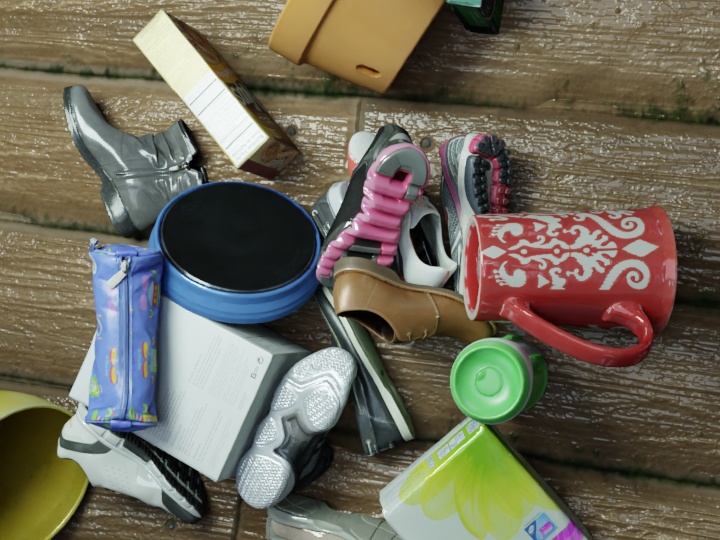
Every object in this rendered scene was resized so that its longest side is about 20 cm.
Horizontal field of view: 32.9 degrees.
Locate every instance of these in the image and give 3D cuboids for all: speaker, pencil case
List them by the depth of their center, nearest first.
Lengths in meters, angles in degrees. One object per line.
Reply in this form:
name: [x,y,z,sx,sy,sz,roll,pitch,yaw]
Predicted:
speaker: [0.147,0.112,1.268,0.087,0.200,0.090,-1,87,14]
pencil case: [-0.248,0.069,1.278,0.077,0.087,0.203,1,88,-6]

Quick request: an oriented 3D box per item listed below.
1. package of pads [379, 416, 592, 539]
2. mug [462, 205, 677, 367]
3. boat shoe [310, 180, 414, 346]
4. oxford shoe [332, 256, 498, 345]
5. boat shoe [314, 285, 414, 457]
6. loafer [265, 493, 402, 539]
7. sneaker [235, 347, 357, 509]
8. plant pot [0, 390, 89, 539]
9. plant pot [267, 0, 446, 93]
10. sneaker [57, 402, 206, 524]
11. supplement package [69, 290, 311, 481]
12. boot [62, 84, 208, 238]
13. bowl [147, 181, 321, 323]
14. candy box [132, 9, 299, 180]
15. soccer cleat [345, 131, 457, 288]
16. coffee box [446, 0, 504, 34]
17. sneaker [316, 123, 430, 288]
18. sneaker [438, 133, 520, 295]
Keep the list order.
package of pads: [0.133,0.271,1.305,0.154,0.068,0.200,-40,100,8]
mug: [0.212,0.005,1.241,0.197,0.178,0.135,1,110,-5]
boat shoe: [0.000,0.000,1.385,0.066,0.070,0.202,-30,85,32]
oxford shoe: [0.057,0.053,1.307,0.197,0.071,0.072,18,61,-18]
boat shoe: [-0.009,0.111,1.376,0.067,0.072,0.202,-27,84,11]
loafer: [-0.017,0.311,1.378,0.197,0.072,0.064,16,108,20]
sneaker: [-0.059,0.172,1.363,0.075,0.114,0.201,35,98,18]
plant pot: [-0.439,0.223,1.438,0.141,0.199,0.202,25,94,38]
plant pot: [0.008,-0.291,1.338,0.139,0.200,0.201,34,96,-2]
sneaker: [-0.265,0.232,1.420,0.200,0.074,0.080,42,104,-11]
supplement package: [-0.189,0.116,1.381,0.198,0.151,0.153,27,95,14]
boot: [-0.265,-0.152,1.464,0.130,0.070,0.202,-26,92,9]
bowl: [-0.137,-0.026,1.361,0.199,0.201,0.040,27,134,14]
candy box: [-0.165,-0.200,1.408,0.055,0.115,0.200,-42,78,10]
soccer cleat: [0.048,-0.070,1.354,0.068,0.085,0.202,-18,81,-31]
coffee box: [0.141,-0.374,1.334,0.043,0.123,0.203,10,88,16]
sneaker: [0.008,-0.070,1.313,0.201,0.078,0.096,-58,31,29]
sneaker: [0.127,-0.051,1.353,0.074,0.080,0.203,9,102,50]
